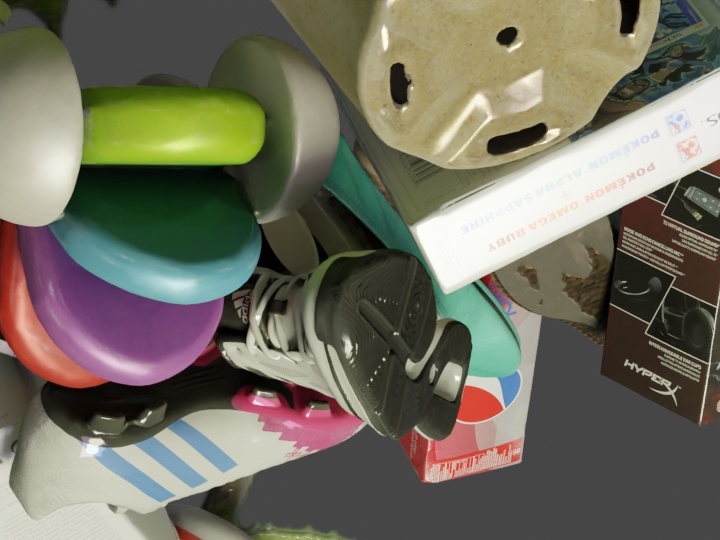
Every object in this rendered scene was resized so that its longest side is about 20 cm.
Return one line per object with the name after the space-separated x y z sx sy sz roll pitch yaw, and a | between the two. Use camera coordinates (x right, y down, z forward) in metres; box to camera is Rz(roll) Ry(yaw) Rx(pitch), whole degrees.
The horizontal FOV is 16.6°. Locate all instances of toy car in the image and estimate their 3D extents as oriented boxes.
-0.112 -0.023 1.089 0.174 0.151 0.200 -1 173 -34 | toy car

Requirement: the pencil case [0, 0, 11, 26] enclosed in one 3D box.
-0.249 -0.092 1.031 0.199 0.078 0.090 -32 101 4 | pencil case

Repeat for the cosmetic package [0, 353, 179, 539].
-0.166 0.106 1.275 0.074 0.102 0.200 -28 138 3 | cosmetic package

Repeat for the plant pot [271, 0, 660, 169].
0.030 -0.150 1.044 0.199 0.184 0.201 -15 138 -13 | plant pot

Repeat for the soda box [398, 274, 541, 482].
0.055 0.022 1.326 0.063 0.070 0.201 -14 137 -18 | soda box

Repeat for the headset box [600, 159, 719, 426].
0.207 -0.040 1.230 0.148 0.077 0.201 -12 118 -38 | headset box

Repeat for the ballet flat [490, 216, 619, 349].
0.114 -0.003 1.256 0.067 0.046 0.200 -46 137 11 | ballet flat

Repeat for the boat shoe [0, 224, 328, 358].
-0.102 0.003 1.226 0.200 0.072 0.061 -4 131 -35 | boat shoe

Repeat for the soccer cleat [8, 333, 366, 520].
-0.085 0.077 1.204 0.199 0.070 0.087 -3 136 -40 | soccer cleat

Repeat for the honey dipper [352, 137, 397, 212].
-0.003 -0.002 1.297 0.038 0.038 0.200 -7 142 -22 | honey dipper

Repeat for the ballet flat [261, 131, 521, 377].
0.000 0.000 1.216 0.067 0.071 0.200 -19 120 47 | ballet flat

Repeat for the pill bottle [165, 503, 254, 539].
-0.122 0.236 1.365 0.200 0.112 0.113 -53 144 -19 | pill bottle

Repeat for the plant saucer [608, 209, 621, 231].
0.209 -0.048 1.325 0.199 0.036 0.201 -9 122 -14 | plant saucer

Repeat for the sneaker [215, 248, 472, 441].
-0.024 0.031 1.105 0.115 0.076 0.201 12 169 15 | sneaker

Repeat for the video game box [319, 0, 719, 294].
0.088 -0.086 1.132 0.182 0.200 0.047 -28 118 1 | video game box
